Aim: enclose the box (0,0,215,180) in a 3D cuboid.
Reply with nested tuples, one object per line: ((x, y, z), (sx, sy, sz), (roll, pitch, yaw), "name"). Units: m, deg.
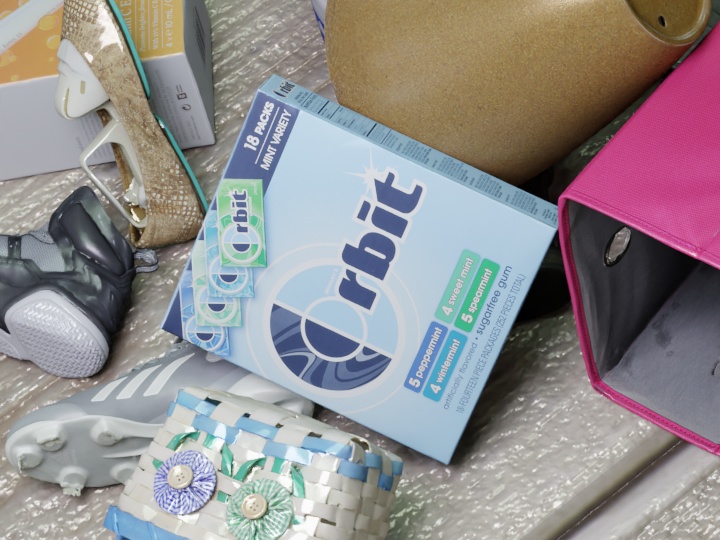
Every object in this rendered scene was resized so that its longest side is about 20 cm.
((-0.211, -0.149, 1.773), (0.199, 0.098, 0.125), (-10, 50, 5), "box")

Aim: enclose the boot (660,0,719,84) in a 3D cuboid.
((0.166, -0.198, 1.649), (0.199, 0.070, 0.132), (22, 69, 10), "boot")

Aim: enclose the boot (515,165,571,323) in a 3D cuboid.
((0.049, -0.041, 1.654), (0.199, 0.069, 0.175), (-5, 50, -5), "boot")

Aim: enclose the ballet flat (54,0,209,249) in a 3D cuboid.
((-0.165, -0.101, 1.667), (0.065, 0.201, 0.070), (-30, 18, -17), "ballet flat")

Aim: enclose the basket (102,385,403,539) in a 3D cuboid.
((-0.074, 0.178, 1.465), (0.175, 0.139, 0.201), (16, 91, 24), "basket")

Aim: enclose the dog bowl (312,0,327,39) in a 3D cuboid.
((0.063, -0.208, 1.762), (0.199, 0.079, 0.201), (-6, 51, 7), "dog bowl")

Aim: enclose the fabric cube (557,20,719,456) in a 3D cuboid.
((0.261, -0.013, 1.494), (0.199, 0.197, 0.199), (27, 62, 30), "fabric cube")

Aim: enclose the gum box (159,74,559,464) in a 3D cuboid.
((0.000, 0.000, 1.526), (0.199, 0.171, 0.045), (26, 20, 4), "gum box")

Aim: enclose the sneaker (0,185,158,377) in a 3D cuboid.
((-0.232, -0.009, 1.683), (0.199, 0.076, 0.114), (23, 59, 21), "sneaker")

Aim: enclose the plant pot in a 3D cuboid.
((0.111, -0.154, 1.530), (0.199, 0.186, 0.187), (-21, 38, 45), "plant pot")

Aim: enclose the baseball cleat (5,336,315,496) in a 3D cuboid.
((-0.130, 0.082, 1.598), (0.199, 0.070, 0.107), (-7, 44, -6), "baseball cleat")
